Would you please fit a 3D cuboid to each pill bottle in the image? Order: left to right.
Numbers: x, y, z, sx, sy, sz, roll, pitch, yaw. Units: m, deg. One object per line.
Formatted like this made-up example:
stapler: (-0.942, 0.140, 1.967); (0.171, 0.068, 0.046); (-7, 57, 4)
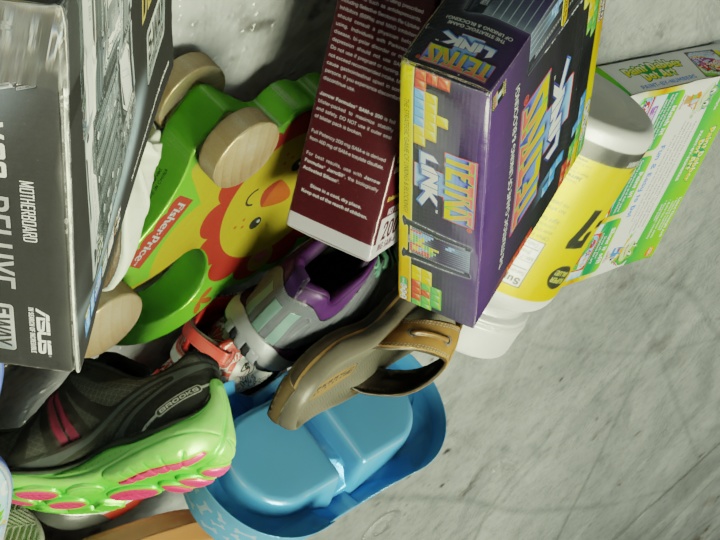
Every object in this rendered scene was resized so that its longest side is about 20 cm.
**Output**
pill bottle: (0.111, -0.044, 1.051); (0.114, 0.114, 0.201); (-4, 132, -48)

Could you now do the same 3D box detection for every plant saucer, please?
plant saucer: (-0.183, 0.203, 1.004); (0.199, 0.033, 0.200); (-20, 169, -4)

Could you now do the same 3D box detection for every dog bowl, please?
dog bowl: (-0.032, 0.113, 0.960); (0.199, 0.112, 0.050); (-25, 160, -41)

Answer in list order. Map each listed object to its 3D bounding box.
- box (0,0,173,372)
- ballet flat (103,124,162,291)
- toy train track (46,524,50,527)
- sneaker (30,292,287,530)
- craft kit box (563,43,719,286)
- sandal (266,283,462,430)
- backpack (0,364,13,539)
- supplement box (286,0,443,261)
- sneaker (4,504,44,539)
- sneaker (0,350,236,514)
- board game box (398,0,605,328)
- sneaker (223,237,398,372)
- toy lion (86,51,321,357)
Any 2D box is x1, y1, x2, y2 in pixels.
box: (-0.110, -0.089, 0.560); (0.049, 0.201, 0.159); (7, 132, -1)
ballet flat: (-0.131, -0.079, 0.743); (0.069, 0.069, 0.201); (-28, 133, -26)
toy train track: (-0.118, 0.143, 1.012); (0.198, 0.115, 0.033); (-15, 117, -19)
sneaker: (-0.128, 0.082, 0.961); (0.201, 0.067, 0.108); (-25, 144, -36)
craft kit box: (0.204, -0.079, 1.195); (0.196, 0.049, 0.201); (-13, 137, -39)
sandal: (0.025, 0.051, 0.950); (0.199, 0.055, 0.082); (-31, 153, -40)
backpack: (-0.259, 0.090, 0.728); (0.182, 0.147, 0.201); (-19, 139, -40)
supplement box: (0.027, -0.118, 0.846); (0.109, 0.061, 0.201); (-33, 142, -57)
sneaker: (-0.288, 0.183, 0.884); (0.199, 0.075, 0.085); (-1, 128, -38)
sneaker: (-0.157, 0.094, 0.876); (0.198, 0.084, 0.077); (-12, 152, 24)
board game box: (0.082, -0.092, 0.847); (0.166, 0.056, 0.201); (-57, 160, -32)
sneaker: (0.000, 0.000, 0.960); (0.088, 0.075, 0.200); (-44, 174, 37)
toy lion: (-0.083, -0.036, 0.885); (0.200, 0.069, 0.191); (-50, 157, 9)
